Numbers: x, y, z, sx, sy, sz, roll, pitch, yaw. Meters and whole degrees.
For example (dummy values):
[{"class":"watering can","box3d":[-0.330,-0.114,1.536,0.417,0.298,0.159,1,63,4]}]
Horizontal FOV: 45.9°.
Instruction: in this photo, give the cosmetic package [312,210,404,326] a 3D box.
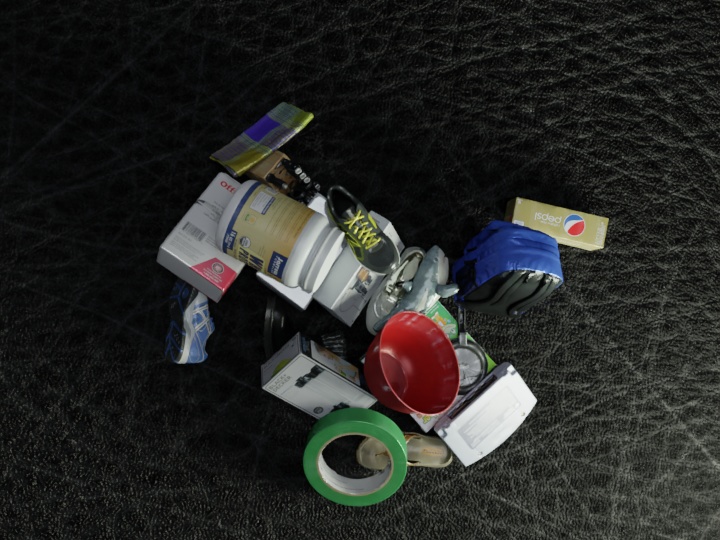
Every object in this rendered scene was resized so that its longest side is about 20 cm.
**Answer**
[{"class":"cosmetic package","box3d":[0.000,0.000,1.650,0.052,0.151,0.200,32,84,19]}]

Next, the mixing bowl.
[{"class":"mixing bowl","box3d":[0.079,0.188,1.610,0.200,0.108,0.201,20,57,-34]}]

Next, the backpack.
[{"class":"backpack","box3d":[0.283,-0.013,1.645,0.162,0.200,0.168,6,68,-23]}]

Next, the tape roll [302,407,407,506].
[{"class":"tape roll","box3d":[-0.010,0.360,1.637,0.200,0.048,0.201,1,116,3]}]

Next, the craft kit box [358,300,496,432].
[{"class":"craft kit box","box3d":[0.134,0.185,1.712,0.200,0.049,0.198,-43,95,-7]}]

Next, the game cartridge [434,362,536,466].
[{"class":"game cartridge","box3d":[0.253,0.291,1.695,0.200,0.041,0.133,-41,116,-6]}]

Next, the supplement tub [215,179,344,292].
[{"class":"supplement tub","box3d":[-0.143,-0.059,1.526,0.200,0.144,0.145,27,84,5]}]

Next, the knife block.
[{"class":"knife block","box3d":[-0.164,-0.192,1.616,0.200,0.176,0.064,40,82,9]}]

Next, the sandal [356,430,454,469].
[{"class":"sandal","box3d":[0.092,0.360,1.690,0.199,0.054,0.081,4,86,-6]}]

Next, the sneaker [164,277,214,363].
[{"class":"sneaker","box3d":[-0.326,0.086,1.658,0.077,0.076,0.201,20,73,-43]}]

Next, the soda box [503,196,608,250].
[{"class":"soda box","box3d":[0.399,-0.095,1.744,0.199,0.068,0.064,13,85,-5]}]

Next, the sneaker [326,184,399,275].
[{"class":"sneaker","box3d":[-0.005,-0.074,1.547,0.074,0.085,0.200,-40,71,0]}]

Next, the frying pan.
[{"class":"frying pan","box3d":[0.215,0.157,1.691,0.115,0.031,0.190,24,87,-7]}]

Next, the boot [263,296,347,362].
[{"class":"boot","box3d":[-0.105,0.132,1.638,0.157,0.080,0.212,-5,127,-3]}]

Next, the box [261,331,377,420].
[{"class":"box","box3d":[-0.078,0.214,1.615,0.200,0.060,0.117,36,116,-29]}]

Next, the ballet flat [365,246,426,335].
[{"class":"ballet flat","box3d":[0.071,0.038,1.701,0.069,0.069,0.200,31,84,-4]}]

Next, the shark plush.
[{"class":"shark plush","box3d":[0.097,0.043,1.665,0.200,0.091,0.083,-38,113,2]}]

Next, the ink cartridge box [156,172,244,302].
[{"class":"ink cartridge box","box3d":[-0.271,-0.065,1.629,0.145,0.084,0.200,35,64,-4]}]

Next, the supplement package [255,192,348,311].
[{"class":"supplement package","box3d":[-0.100,-0.033,1.658,0.117,0.117,0.200,37,83,-2]}]

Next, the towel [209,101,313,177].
[{"class":"towel","box3d":[-0.193,-0.258,1.654,0.200,0.144,0.023,-38,123,-8]}]
